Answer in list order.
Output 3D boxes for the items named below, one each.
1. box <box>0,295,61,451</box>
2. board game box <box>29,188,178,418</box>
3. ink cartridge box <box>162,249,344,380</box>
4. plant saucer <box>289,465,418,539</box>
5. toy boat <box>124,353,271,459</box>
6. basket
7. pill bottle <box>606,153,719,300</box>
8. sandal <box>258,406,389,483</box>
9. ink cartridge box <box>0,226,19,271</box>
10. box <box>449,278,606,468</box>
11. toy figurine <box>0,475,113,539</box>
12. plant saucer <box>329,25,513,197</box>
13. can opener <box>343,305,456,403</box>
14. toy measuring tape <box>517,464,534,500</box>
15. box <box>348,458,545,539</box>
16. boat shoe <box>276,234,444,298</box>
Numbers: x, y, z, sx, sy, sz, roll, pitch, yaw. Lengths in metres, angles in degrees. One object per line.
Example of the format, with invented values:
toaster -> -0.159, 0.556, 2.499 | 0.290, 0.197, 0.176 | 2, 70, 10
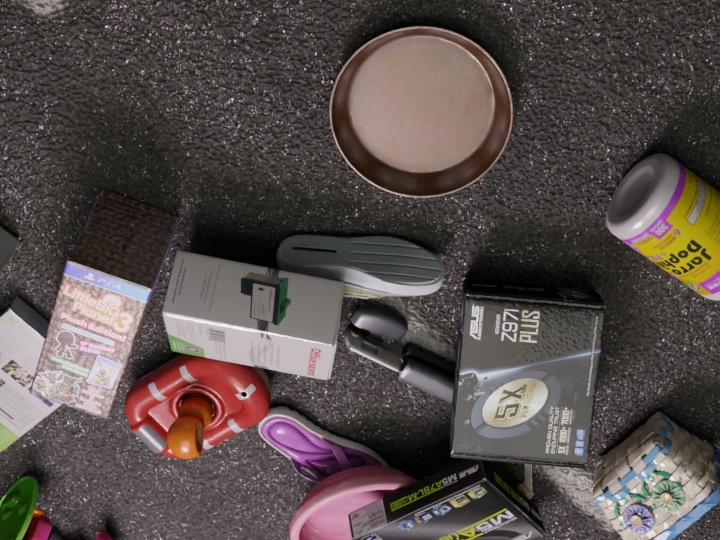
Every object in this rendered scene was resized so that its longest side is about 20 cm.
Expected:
box -> -0.458, 0.137, 1.483 | 0.199, 0.036, 0.144 | -36, 113, 22
board game box -> -0.298, 0.039, 1.333 | 0.096, 0.160, 0.201 | 19, 122, -9
ink cartridge box -> -0.122, 0.056, 1.336 | 0.198, 0.085, 0.146 | 11, 159, -2
plant saucer -> 0.001, 0.323, 1.522 | 0.199, 0.051, 0.201 | -9, 138, -8
toy boat -> -0.207, 0.183, 1.432 | 0.199, 0.131, 0.131 | -30, 116, 22
basket -> 0.402, 0.298, 1.449 | 0.200, 0.139, 0.177 | 37, 117, -7
pill bottle -> 0.377, -0.036, 1.261 | 0.199, 0.105, 0.104 | 32, 120, -15
sandal -> -0.051, 0.254, 1.512 | 0.202, 0.050, 0.083 | 30, 121, -14
ink cartridge box -> -0.532, 0.003, 1.373 | 0.145, 0.088, 0.200 | 38, 119, -19
box -> 0.194, 0.120, 1.348 | 0.162, 0.086, 0.202 | 5, 101, 2
toy figurine -> -0.435, 0.402, 1.607 | 0.184, 0.151, 0.199 | 35, 141, -27
plant saucer -> 0.066, -0.175, 1.241 | 0.198, 0.035, 0.202 | 3, 122, 4
can opener -> 0.073, 0.106, 1.407 | 0.199, 0.053, 0.067 | 25, 122, -12
toy measuring tape -> 0.192, 0.231, 1.467 | 0.073, 0.074, 0.201 | -1, 128, 6
box -> 0.115, 0.332, 1.492 | 0.199, 0.048, 0.193 | -27, 135, 16
boat shoe -> 0.000, 0.000, 1.347 | 0.198, 0.072, 0.062 | 9, 142, 7
